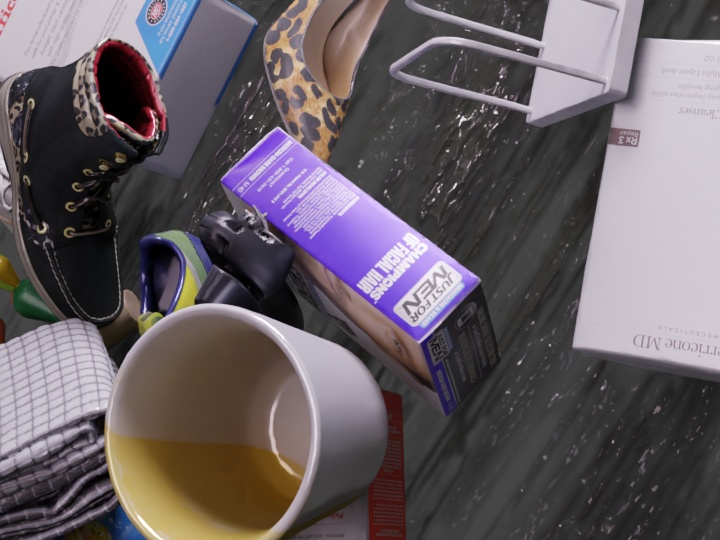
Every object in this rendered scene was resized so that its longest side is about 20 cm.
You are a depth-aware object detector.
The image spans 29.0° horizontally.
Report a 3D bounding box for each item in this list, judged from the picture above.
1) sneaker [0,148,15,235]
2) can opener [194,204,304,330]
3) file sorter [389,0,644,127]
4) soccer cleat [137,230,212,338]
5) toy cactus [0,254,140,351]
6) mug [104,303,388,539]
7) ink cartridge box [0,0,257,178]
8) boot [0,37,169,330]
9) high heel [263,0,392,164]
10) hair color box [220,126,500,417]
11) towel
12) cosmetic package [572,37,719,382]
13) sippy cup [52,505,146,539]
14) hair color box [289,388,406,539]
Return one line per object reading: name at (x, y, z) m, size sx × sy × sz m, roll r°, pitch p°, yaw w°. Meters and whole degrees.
sneaker at (-0.292, -0.065, 1.150) m, size 0.199 × 0.092 × 0.076 m, roll 37°, pitch 99°, yaw 30°
can opener at (-0.076, 0.009, 0.952) m, size 0.079 × 0.200 × 0.063 m, roll -44°, pitch 77°, yaw -4°
file sorter at (0.108, -0.214, 0.899) m, size 0.123 × 0.139 × 0.202 m, roll 13°, pitch 85°, yaw -14°
soccer cleat at (-0.141, 0.068, 1.041) m, size 0.064 × 0.084 × 0.203 m, roll -10°, pitch 75°, yaw 27°
toy cactus at (-0.254, 0.059, 1.113) m, size 0.164 × 0.102 × 0.201 m, roll -27°, pitch 59°, yaw 12°
mug at (-0.070, 0.110, 0.877) m, size 0.186 × 0.153 × 0.150 m, roll -38°, pitch 71°, yaw 19°
ink cartridge box at (-0.203, -0.187, 1.128) m, size 0.199 × 0.084 × 0.147 m, roll 33°, pitch 98°, yaw 31°
boot at (-0.194, -0.060, 1.014) m, size 0.153 × 0.073 × 0.206 m, roll -12°, pitch 94°, yaw 50°
high heel at (0.001, -0.180, 1.015) m, size 0.142 × 0.071 × 0.202 m, roll -19°, pitch 62°, yaw 32°
hair color box at (0.000, 0.000, 0.954) m, size 0.199 × 0.110 × 0.065 m, roll 37°, pitch 73°, yaw 30°
towel at (-0.253, 0.132, 0.978) m, size 0.199 × 0.086 × 0.166 m, roll -27°, pitch 28°, yaw -6°
cosmetic package at (0.209, -0.035, 0.865) m, size 0.112 × 0.081 × 0.202 m, roll 6°, pitch 82°, yaw 28°
sippy cup at (-0.213, 0.224, 0.996) m, size 0.177 × 0.130 × 0.140 m, roll -38°, pitch 96°, yaw 25°
hair color box at (-0.024, 0.186, 0.964) m, size 0.101 × 0.061 × 0.202 m, roll -7°, pitch 76°, yaw 28°
